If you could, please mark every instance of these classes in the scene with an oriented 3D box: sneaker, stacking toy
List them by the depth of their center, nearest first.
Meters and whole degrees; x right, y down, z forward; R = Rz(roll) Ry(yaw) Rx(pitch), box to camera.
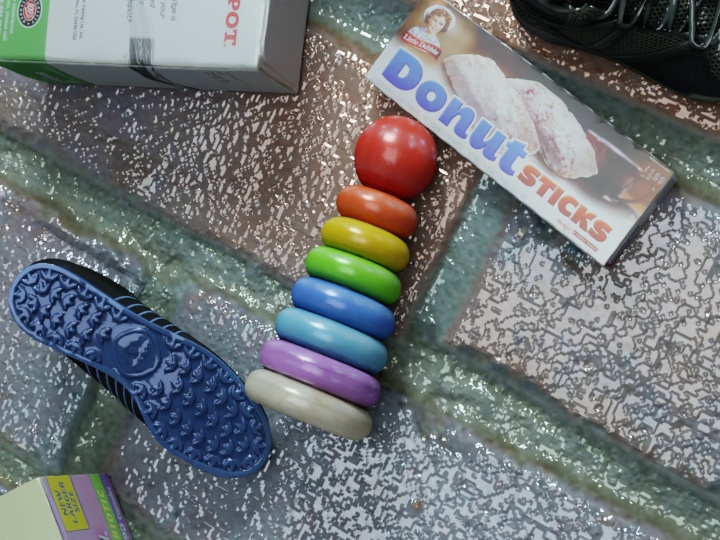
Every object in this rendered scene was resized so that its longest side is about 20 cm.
[{"bbox_3d":[0.173,-0.155,0.904,0.197,0.114,0.077,22,92,16],"label":"sneaker"},{"bbox_3d":[0.000,0.000,0.964,0.084,0.085,0.202,20,85,18],"label":"stacking toy"},{"bbox_3d":[-0.139,0.058,1.008,0.199,0.078,0.070,39,93,-4],"label":"sneaker"}]

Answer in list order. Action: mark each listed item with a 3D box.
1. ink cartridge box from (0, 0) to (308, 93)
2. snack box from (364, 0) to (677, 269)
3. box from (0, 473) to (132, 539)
[{"bbox_3d":[-0.135,-0.198,1.019,0.197,0.084,0.148,5,86,18],"label":"ink cartridge box"},{"bbox_3d":[0.099,-0.090,0.965,0.199,0.024,0.072,40,98,17],"label":"snack box"},{"bbox_3d":[-0.234,0.254,0.996,0.198,0.097,0.178,-28,76,14],"label":"box"}]
